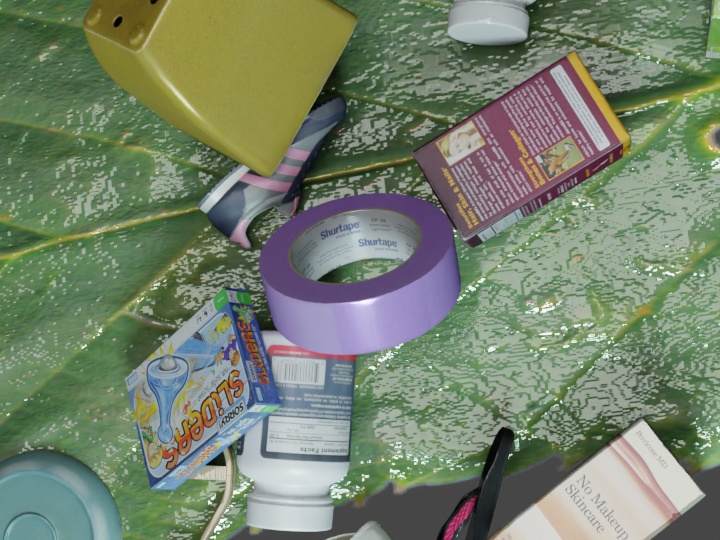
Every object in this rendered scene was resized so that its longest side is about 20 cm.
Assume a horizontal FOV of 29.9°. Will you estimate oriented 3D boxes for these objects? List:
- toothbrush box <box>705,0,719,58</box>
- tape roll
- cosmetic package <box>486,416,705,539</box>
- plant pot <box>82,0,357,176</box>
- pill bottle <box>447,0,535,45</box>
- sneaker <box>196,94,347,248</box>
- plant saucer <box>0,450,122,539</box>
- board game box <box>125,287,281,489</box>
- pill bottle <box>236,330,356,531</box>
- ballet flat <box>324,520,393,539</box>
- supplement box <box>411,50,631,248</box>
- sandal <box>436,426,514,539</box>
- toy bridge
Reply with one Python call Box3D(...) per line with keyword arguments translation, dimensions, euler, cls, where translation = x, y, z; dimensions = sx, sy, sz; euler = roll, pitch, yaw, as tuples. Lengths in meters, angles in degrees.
Box3D(translation=(0.448, -0.259, 1.329), dimensions=(0.200, 0.146, 0.086), euler=(6, 85, 12), cls="toothbrush box")
Box3D(translation=(0.000, 0.000, 1.374), dimensions=(0.200, 0.200, 0.066), euler=(-3, 124, 12), cls="tape roll")
Box3D(translation=(0.236, 0.246, 1.350), dimensions=(0.200, 0.087, 0.103), euler=(-41, 77, 5), cls="cosmetic package")
Box3D(translation=(-0.165, -0.247, 1.398), dimensions=(0.194, 0.200, 0.196), euler=(30, 90, 42), cls="plant pot")
Box3D(translation=(0.141, -0.346, 1.421), dimensions=(0.113, 0.113, 0.200), euler=(4, 84, 12), cls="pill bottle")
Box3D(translation=(-0.080, -0.107, 1.475), dimensions=(0.200, 0.070, 0.082), euler=(-39, 95, 8), cls="sneaker")
Box3D(translation=(-0.364, 0.303, 1.504), dimensions=(0.200, 0.027, 0.201), euler=(-1, 84, 12), cls="plant saucer")
Box3D(translation=(-0.169, 0.126, 1.411), dimensions=(0.200, 0.034, 0.136), euler=(-41, 56, 36), cls="board game box")
Box3D(translation=(-0.068, 0.166, 1.408), dimensions=(0.119, 0.120, 0.200), euler=(3, 85, 12), cls="pill bottle")
Box3D(translation=(-0.048, 0.327, 1.419), dimensions=(0.200, 0.069, 0.070), euler=(-32, 79, 12), cls="ballet flat")
Box3D(translation=(0.169, -0.123, 1.405), dimensions=(0.200, 0.086, 0.110), euler=(-32, 79, 7), cls="supplement box")
Box3D(translation=(0.108, 0.254, 1.384), dimensions=(0.045, 0.075, 0.200), euler=(18, 80, -3), cls="sandal")
Box3D(translation=(-0.171, 0.219, 1.471), dimensions=(0.067, 0.027, 0.200), euler=(1, 84, 10), cls="toy bridge")
